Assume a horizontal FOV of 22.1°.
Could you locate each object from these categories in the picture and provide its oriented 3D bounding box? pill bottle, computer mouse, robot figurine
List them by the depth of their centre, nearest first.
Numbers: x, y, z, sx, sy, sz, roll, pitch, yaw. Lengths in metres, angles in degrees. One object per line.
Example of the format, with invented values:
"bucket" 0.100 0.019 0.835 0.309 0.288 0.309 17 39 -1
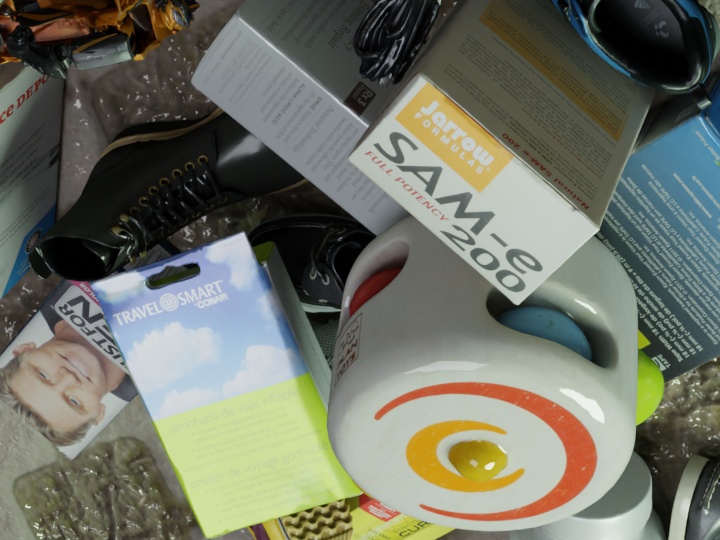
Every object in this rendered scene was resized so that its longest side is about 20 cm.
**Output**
"computer mouse" 0.007 -0.202 1.047 0.200 0.052 0.139 48 122 45
"robot figurine" -0.191 -0.172 1.168 0.199 0.145 0.059 6 125 32
"pill bottle" 0.159 0.218 1.299 0.110 0.111 0.201 12 130 19

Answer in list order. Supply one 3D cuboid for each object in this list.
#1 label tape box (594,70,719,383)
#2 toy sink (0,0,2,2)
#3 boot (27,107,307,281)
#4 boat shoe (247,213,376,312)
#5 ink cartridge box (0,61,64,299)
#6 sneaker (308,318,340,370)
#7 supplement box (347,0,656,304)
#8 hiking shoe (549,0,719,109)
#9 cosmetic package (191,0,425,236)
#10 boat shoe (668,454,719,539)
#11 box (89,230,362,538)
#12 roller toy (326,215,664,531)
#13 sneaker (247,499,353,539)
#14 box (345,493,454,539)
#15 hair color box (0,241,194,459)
"label tape box" 0.188 -0.015 1.139 0.144 0.063 0.200 47 133 -12
"toy sink" -0.257 -0.235 1.109 0.111 0.200 0.131 5 126 24
"boot" -0.113 -0.047 1.219 0.199 0.139 0.078 -15 116 34
"boat shoe" 0.000 0.000 1.219 0.199 0.070 0.066 18 171 26
"ink cartridge box" -0.278 -0.068 1.284 0.085 0.147 0.201 22 131 13
"sneaker" 0.025 0.052 1.276 0.199 0.077 0.086 18 96 35
"supplement box" 0.087 -0.089 1.039 0.126 0.200 0.074 40 125 -5
"hiking shoe" 0.127 -0.176 1.021 0.200 0.087 0.074 39 107 -8
"cosmetic package" 0.004 -0.099 1.145 0.200 0.102 0.074 37 134 -5
"boat shoe" 0.248 0.221 1.284 0.062 0.073 0.201 13 125 22
"box" -0.086 0.072 1.235 0.121 0.048 0.201 -18 108 15
"roller toy" 0.071 0.064 1.095 0.199 0.140 0.183 -8 137 18
"sneaker" -0.078 0.128 1.345 0.090 0.075 0.201 -33 73 52
"box" 0.031 0.164 1.353 0.075 0.050 0.200 29 137 -29
"hair color box" -0.198 0.052 1.393 0.100 0.061 0.200 41 133 -6
